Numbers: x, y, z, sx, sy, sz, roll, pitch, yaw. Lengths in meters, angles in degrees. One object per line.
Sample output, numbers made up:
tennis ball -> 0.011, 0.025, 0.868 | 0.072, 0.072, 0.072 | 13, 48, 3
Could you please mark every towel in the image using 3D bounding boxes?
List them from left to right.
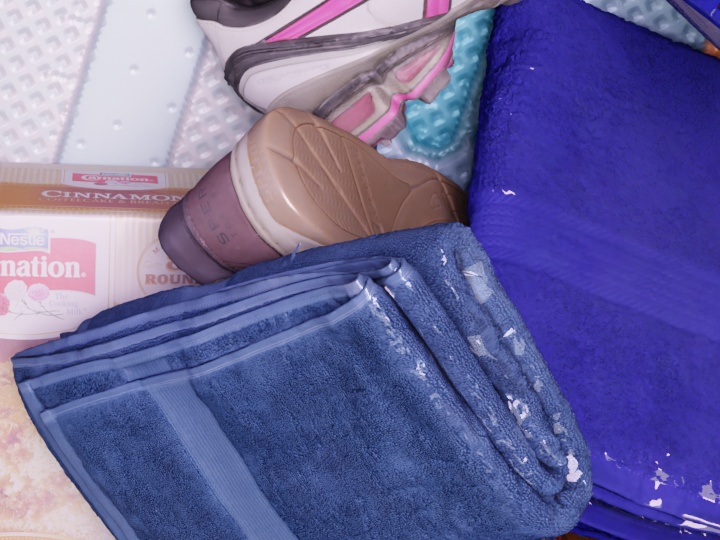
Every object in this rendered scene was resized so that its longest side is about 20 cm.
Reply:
towel -> -0.024, 0.053, 0.734 | 0.199, 0.049, 0.112 | -16, 113, 44
towel -> 0.098, 0.005, 0.815 | 0.147, 0.201, 0.050 | 21, 146, -16

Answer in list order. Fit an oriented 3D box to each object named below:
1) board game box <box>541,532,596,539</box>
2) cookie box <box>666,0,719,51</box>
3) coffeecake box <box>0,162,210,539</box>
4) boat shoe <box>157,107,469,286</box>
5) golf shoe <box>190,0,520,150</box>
board game box -> 0.152, 0.077, 0.903 | 0.199, 0.045, 0.153 | -29, 109, 4
cookie box -> 0.178, -0.138, 0.756 | 0.075, 0.200, 0.171 | 39, 99, -16
coffeecake box -> -0.126, 0.064, 0.851 | 0.152, 0.073, 0.202 | 1, 107, -6
boat shoe -> 0.000, 0.000, 0.816 | 0.064, 0.072, 0.200 | -24, 155, 23
golf shoe -> 0.028, -0.130, 0.808 | 0.200, 0.073, 0.092 | -44, 106, 8
